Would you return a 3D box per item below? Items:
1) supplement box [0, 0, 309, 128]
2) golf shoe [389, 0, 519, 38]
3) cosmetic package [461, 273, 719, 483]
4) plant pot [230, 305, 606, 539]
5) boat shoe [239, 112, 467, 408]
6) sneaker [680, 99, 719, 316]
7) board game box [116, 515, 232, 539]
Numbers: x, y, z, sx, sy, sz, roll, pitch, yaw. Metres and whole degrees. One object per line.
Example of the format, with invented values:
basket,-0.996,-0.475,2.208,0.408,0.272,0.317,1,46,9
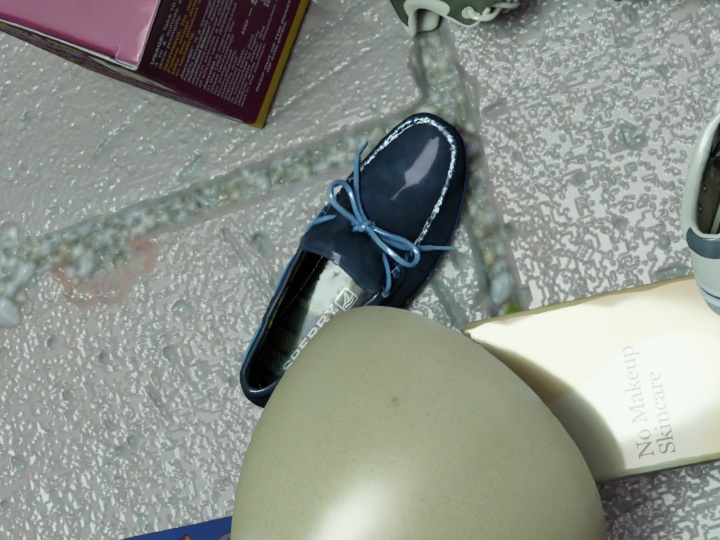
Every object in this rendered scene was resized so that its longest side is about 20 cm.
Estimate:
supplement box,-0.127,-0.161,1.087,0.131,0.200,0.103,21,92,17
golf shoe,0.082,-0.185,1.064,0.200,0.077,0.088,0,108,53
cosmetic package,0.165,0.059,1.043,0.199,0.071,0.106,-14,81,15
plant pot,0.010,0.139,0.996,0.200,0.201,0.134,35,54,17
boat shoe,0.000,0.000,1.100,0.084,0.069,0.200,28,93,17
sneaker,0.216,-0.072,1.001,0.073,0.071,0.200,0,54,24
board game box,-0.066,0.201,1.033,0.134,0.200,0.045,44,102,16
